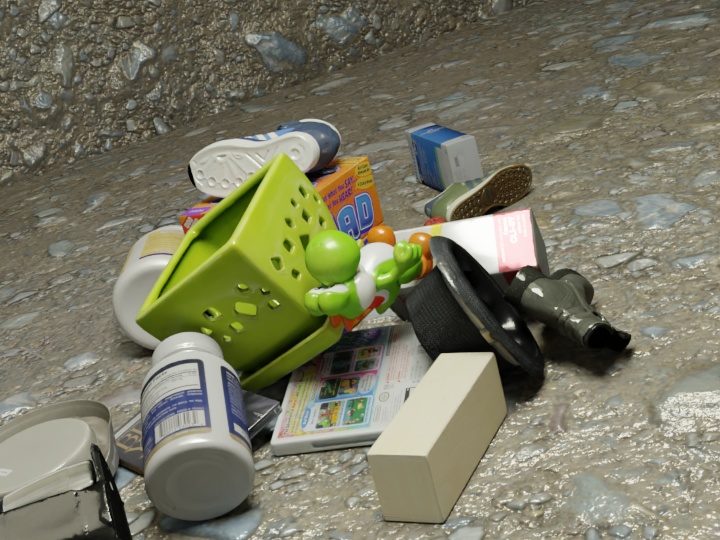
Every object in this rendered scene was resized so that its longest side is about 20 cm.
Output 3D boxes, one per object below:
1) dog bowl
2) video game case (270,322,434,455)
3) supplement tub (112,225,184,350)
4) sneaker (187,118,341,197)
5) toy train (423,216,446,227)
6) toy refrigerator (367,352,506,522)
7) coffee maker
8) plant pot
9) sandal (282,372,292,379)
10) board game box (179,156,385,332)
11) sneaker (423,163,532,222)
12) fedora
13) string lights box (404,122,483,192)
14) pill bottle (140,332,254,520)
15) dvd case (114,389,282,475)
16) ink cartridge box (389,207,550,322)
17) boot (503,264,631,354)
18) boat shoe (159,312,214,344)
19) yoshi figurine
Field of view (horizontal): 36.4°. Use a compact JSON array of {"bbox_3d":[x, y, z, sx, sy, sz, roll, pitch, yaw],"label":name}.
[{"bbox_3d":[-0.366,0.225,1.240,0.200,0.059,0.200,-17,22,7],"label":"dog bowl"},{"bbox_3d":[0.003,0.131,1.262,0.182,0.024,0.200,-9,31,15],"label":"video game case"},{"bbox_3d":[-0.285,0.020,1.635,0.145,0.146,0.200,-14,19,2],"label":"supplement tub"},{"bbox_3d":[-0.123,-0.159,1.525,0.200,0.081,0.146,-11,11,22],"label":"sneaker"},{"bbox_3d":[0.128,-0.003,1.509,0.116,0.085,0.200,-35,26,-22],"label":"toy train"},{"bbox_3d":[0.079,0.161,1.094,0.070,0.076,0.200,-4,23,27],"label":"toy refrigerator"},{"bbox_3d":[-0.311,0.269,0.990,0.200,0.135,0.192,-19,21,-9],"label":"coffee maker"},{"bbox_3d":[-0.116,0.014,1.309,0.199,0.181,0.200,-35,22,35],"label":"plant pot"},{"bbox_3d":[-0.093,0.115,1.399,0.075,0.048,0.200,-29,37,-31],"label":"sandal"},{"bbox_3d":[-0.095,-0.028,1.547,0.200,0.200,0.200,-3,23,31],"label":"board game box"},{"bbox_3d":[0.188,-0.130,1.817,0.200,0.067,0.090,-32,31,-32],"label":"sneaker"},{"bbox_3d":[0.116,0.059,1.227,0.092,0.201,0.201,-36,15,14],"label":"fedora"},{"bbox_3d":[0.151,-0.201,1.988,0.059,0.103,0.200,-20,21,-14],"label":"string lights box"},{"bbox_3d":[-0.177,0.157,1.164,0.111,0.111,0.200,-15,36,-2],"label":"pill bottle"},{"bbox_3d":[-0.202,0.184,1.277,0.149,0.016,0.200,-42,30,-29],"label":"dvd case"},{"bbox_3d":[0.132,-0.003,1.389,0.200,0.084,0.145,-10,-20,14],"label":"ink cartridge box"},{"bbox_3d":[0.256,0.057,1.267,0.131,0.068,0.200,37,16,28],"label":"boot"},{"bbox_3d":[-0.225,0.103,1.436,0.075,0.062,0.200,2,45,39],"label":"boat shoe"},{"bbox_3d":[0.003,-0.014,1.234,0.112,0.112,0.200,-48,-11,34],"label":"yoshi figurine"}]
